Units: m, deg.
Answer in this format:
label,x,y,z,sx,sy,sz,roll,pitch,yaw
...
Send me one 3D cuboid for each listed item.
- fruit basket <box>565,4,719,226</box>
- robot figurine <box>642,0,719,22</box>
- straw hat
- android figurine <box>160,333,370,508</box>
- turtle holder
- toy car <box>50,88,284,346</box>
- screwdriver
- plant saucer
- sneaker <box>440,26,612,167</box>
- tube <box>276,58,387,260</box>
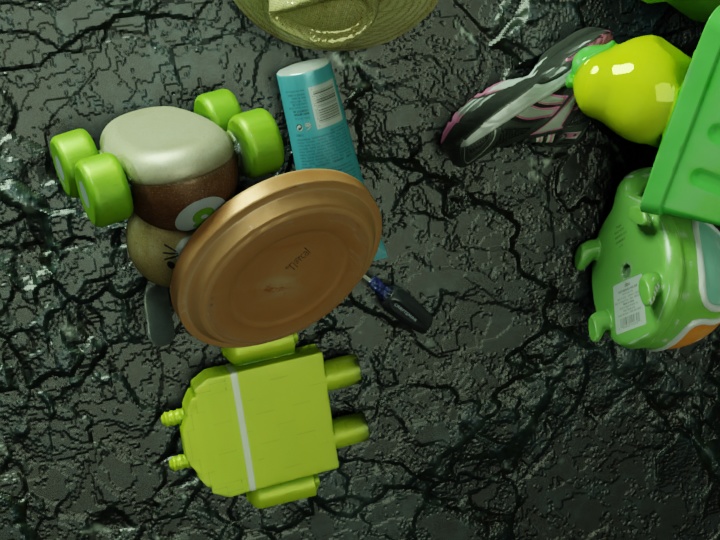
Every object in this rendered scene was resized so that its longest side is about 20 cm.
label,x,y,z,sx,sy,sz,roll,pitch,yaw
fruit basket,0.299,-0.157,0.933,0.155,0.214,0.218,-27,111,-44
robot figurine,0.311,-0.317,0.965,0.199,0.115,0.177,30,66,-19
straw hat,-0.028,-0.231,0.844,0.198,0.086,0.202,4,141,3
android figurine,-0.092,0.145,0.990,0.198,0.041,0.184,-13,105,-14
turtle holder,0.302,-0.007,1.033,0.130,0.187,0.142,6,133,-19
toy car,-0.154,-0.033,0.885,0.163,0.158,0.202,-20,119,-23
screwdriver,0.000,0.000,0.979,0.029,0.028,0.200,-25,128,35
plant saucer,-0.067,-0.002,0.886,0.199,0.032,0.201,-24,146,-18
sneaker,0.176,-0.149,0.984,0.199,0.080,0.087,-33,110,-6
tube,-0.030,-0.093,0.955,0.077,0.050,0.202,-14,112,-3
